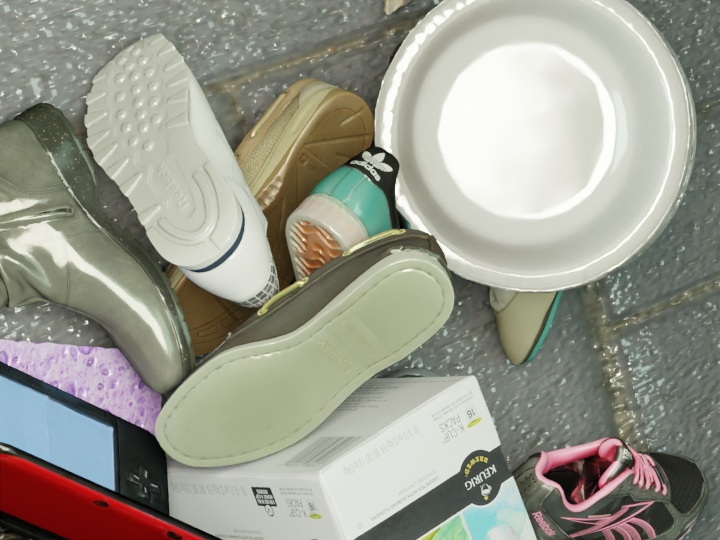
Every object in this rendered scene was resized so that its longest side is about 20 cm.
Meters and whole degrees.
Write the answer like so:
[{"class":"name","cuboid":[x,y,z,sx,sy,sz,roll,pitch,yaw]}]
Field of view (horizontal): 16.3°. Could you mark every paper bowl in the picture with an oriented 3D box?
[{"class":"paper bowl","cuboid":[0.108,-0.086,1.574,0.104,0.199,0.202,-5,90,-78]}]

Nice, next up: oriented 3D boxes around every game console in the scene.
[{"class":"game console","cuboid":[-0.158,0.099,1.411,0.199,0.119,0.173,29,36,-31]}]

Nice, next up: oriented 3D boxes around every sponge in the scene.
[{"class":"sponge","cuboid":[-0.210,0.097,1.507,0.199,0.030,0.112,6,84,-36]}]

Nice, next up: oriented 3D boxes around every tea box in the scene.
[{"class":"tea box","cuboid":[0.000,0.180,1.548,0.133,0.199,0.198,-30,104,-33]}]

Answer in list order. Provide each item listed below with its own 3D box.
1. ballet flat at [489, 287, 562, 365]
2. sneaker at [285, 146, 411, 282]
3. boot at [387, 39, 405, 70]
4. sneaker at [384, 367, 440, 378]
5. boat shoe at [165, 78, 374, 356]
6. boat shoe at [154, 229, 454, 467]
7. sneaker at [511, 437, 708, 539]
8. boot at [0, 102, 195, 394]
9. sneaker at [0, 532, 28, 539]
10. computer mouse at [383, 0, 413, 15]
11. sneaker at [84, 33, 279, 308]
[{"class":"ballet flat","cuboid":[0.119,-0.022,1.685,0.069,0.070,0.201,-3,133,-35]},{"class":"sneaker","cuboid":[0.000,0.000,1.579,0.071,0.200,0.080,34,63,17]},{"class":"boot","cuboid":[0.114,-0.087,1.717,0.158,0.079,0.212,-36,100,-37]},{"class":"sneaker","cuboid":[0.048,0.165,1.643,0.074,0.088,0.201,-17,92,2]},{"class":"boat shoe","cuboid":[-0.070,-0.033,1.594,0.200,0.064,0.071,-52,130,-9]},{"class":"boat shoe","cuboid":[-0.033,0.046,1.482,0.200,0.061,0.072,-31,114,13]},{"class":"sneaker","cuboid":[0.172,0.149,1.728,0.199,0.096,0.079,-5,54,-37]},{"class":"boot","cuboid":[-0.196,0.009,1.495,0.130,0.068,0.201,-32,89,-30]},{"class":"sneaker","cuboid":[-0.162,0.210,1.478,0.199,0.075,0.107,2,129,-35]},{"class":"computer mouse","cuboid":[-0.020,-0.225,1.656,0.200,0.046,0.141,-38,114,-36]},{"class":"sneaker","cuboid":[-0.106,-0.059,1.527,0.080,0.076,0.201,40,22,-48]}]
